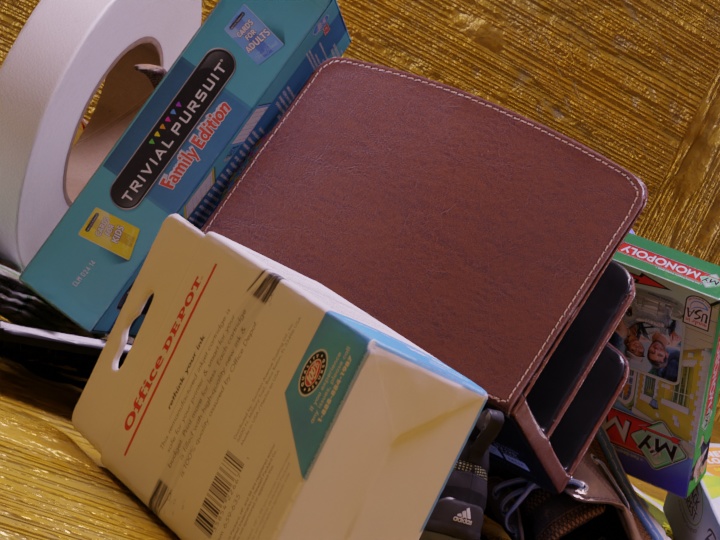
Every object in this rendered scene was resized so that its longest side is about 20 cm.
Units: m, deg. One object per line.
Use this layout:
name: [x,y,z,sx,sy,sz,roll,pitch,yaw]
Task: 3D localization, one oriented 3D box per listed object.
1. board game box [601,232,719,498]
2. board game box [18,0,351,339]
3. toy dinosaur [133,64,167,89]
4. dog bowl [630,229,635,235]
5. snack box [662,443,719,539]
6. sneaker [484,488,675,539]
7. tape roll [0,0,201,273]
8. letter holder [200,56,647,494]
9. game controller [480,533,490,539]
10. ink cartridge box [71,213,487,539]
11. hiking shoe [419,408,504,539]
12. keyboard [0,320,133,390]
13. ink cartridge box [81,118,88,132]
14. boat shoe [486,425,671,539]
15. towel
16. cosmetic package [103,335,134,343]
board game box: [0.096,0.027,1.194,0.199,0.135,0.029,21,40,23]
board game box: [-0.084,-0.060,1.147,0.047,0.200,0.151,36,-1,4]
toy dinosaur: [-0.079,-0.054,1.320,0.085,0.136,0.200,9,13,12]
dog bowl: [0.136,0.025,1.436,0.201,0.079,0.200,61,-5,9]
snack box: [0.252,0.169,1.174,0.141,0.053,0.200,6,29,-12]
sneaker: [0.115,0.129,1.301,0.200,0.075,0.085,29,5,34]
tape roll: [-0.154,-0.091,1.281,0.037,0.204,0.203,27,4,13]
letter holder: [0.041,-0.005,1.128,0.199,0.142,0.101,25,-17,29]
game controller: [0.069,0.150,1.068,0.104,0.042,0.200,25,5,-25]
ink cartridge box: [-0.041,0.060,0.969,0.067,0.116,0.200,24,5,-32]
hiking shoe: [0.001,0.080,1.049,0.076,0.101,0.200,24,-1,-37]
keyboard: [-0.109,0.056,1.123,0.199,0.040,0.104,12,-4,-26]
ink cartridge box: [-0.091,-0.023,1.433,0.200,0.067,0.116,52,-9,6]
boat shoe: [0.104,0.116,1.161,0.200,0.072,0.072,48,13,-1]
towel: [-0.229,-0.007,1.168,0.149,0.031,0.200,25,-3,20]
cosmetic package: [-0.130,0.026,1.357,0.082,0.051,0.200,25,4,-26]
